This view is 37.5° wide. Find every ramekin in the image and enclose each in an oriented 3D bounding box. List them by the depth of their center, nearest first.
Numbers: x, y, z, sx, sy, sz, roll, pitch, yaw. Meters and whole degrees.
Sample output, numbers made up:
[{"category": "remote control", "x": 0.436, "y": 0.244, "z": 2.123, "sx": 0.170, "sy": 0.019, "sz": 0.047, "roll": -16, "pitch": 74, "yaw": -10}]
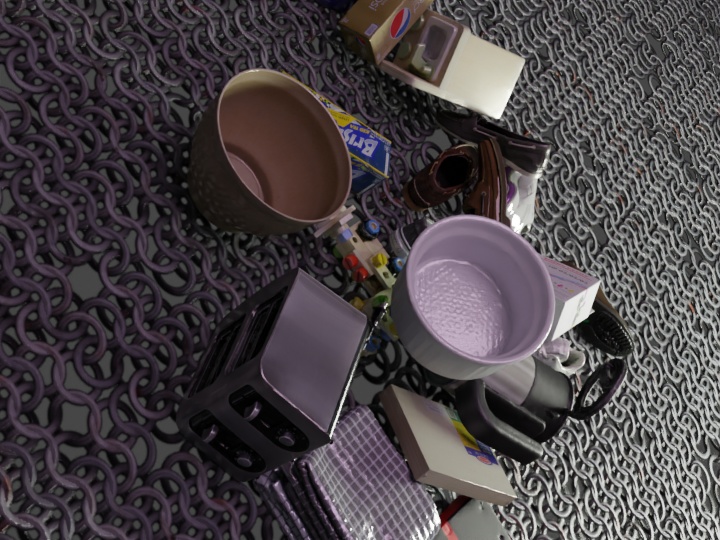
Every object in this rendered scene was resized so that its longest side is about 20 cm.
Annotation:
[{"category": "ramekin", "x": 0.134, "y": 0.040, "z": 1.337, "sx": 0.199, "sy": 0.098, "sz": 0.202, "roll": 9, "pitch": 62, "yaw": -17}]

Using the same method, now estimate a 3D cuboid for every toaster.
[{"category": "toaster", "x": -0.090, "y": 0.110, "z": 1.170, "sx": 0.119, "sy": 0.181, "sz": 0.201, "roll": 39, "pitch": 47, "yaw": -20}]

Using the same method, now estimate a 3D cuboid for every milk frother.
[{"category": "milk frother", "x": 0.225, "y": 0.137, "z": 1.435, "sx": 0.188, "sy": 0.200, "sz": 0.181, "roll": 33, "pitch": 19, "yaw": -27}]

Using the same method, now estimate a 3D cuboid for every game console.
[{"category": "game console", "x": 0.149, "y": 0.405, "z": 1.361, "sx": 0.177, "sy": 0.031, "sz": 0.201, "roll": -33, "pitch": 92, "yaw": -44}]

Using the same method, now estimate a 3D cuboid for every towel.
[{"category": "towel", "x": -0.006, "y": 0.269, "z": 1.237, "sx": 0.165, "sy": 0.085, "sz": 0.201, "roll": -35, "pitch": 94, "yaw": -49}]

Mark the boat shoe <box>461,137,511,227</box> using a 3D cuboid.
[{"category": "boat shoe", "x": 0.184, "y": -0.102, "z": 1.575, "sx": 0.072, "sy": 0.068, "sz": 0.201, "roll": 74, "pitch": 11, "yaw": -70}]

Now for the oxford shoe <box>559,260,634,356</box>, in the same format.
[{"category": "oxford shoe", "x": 0.388, "y": 0.058, "z": 1.751, "sx": 0.200, "sy": 0.073, "sz": 0.085, "roll": 48, "pitch": 39, "yaw": -15}]

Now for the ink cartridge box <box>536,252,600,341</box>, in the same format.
[{"category": "ink cartridge box", "x": 0.284, "y": 0.033, "z": 1.604, "sx": 0.115, "sy": 0.068, "sz": 0.200, "roll": 26, "pitch": 23, "yaw": 24}]

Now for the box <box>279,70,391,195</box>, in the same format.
[{"category": "box", "x": -0.052, "y": -0.185, "z": 1.458, "sx": 0.199, "sy": 0.064, "sz": 0.070, "roll": 29, "pitch": 50, "yaw": -30}]

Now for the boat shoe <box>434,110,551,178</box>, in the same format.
[{"category": "boat shoe", "x": 0.211, "y": -0.215, "z": 1.669, "sx": 0.199, "sy": 0.057, "sz": 0.067, "roll": 32, "pitch": 28, "yaw": 19}]

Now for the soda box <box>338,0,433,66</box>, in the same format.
[{"category": "soda box", "x": 0.057, "y": -0.411, "z": 1.603, "sx": 0.064, "sy": 0.068, "sz": 0.200, "roll": 34, "pitch": 76, "yaw": 24}]

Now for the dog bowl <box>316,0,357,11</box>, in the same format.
[{"category": "dog bowl", "x": -0.037, "y": -0.506, "z": 1.639, "sx": 0.199, "sy": 0.079, "sz": 0.201, "roll": 23, "pitch": 54, "yaw": -35}]

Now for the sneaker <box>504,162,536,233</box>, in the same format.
[{"category": "sneaker", "x": 0.246, "y": -0.120, "z": 1.714, "sx": 0.100, "sy": 0.074, "sz": 0.200, "roll": 66, "pitch": 35, "yaw": -28}]

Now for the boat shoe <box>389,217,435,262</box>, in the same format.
[{"category": "boat shoe", "x": 0.120, "y": -0.017, "z": 1.502, "sx": 0.200, "sy": 0.071, "sz": 0.072, "roll": 27, "pitch": 41, "yaw": -53}]

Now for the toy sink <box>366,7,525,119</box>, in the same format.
[{"category": "toy sink", "x": 0.133, "y": -0.329, "z": 1.642, "sx": 0.199, "sy": 0.113, "sz": 0.130, "roll": 13, "pitch": 17, "yaw": -39}]

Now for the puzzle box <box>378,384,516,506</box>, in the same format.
[{"category": "puzzle box", "x": 0.114, "y": 0.227, "z": 1.361, "sx": 0.200, "sy": 0.025, "sz": 0.133, "roll": 28, "pitch": 27, "yaw": -44}]

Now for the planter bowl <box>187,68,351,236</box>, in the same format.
[{"category": "planter bowl", "x": -0.129, "y": -0.126, "z": 1.297, "sx": 0.200, "sy": 0.134, "sz": 0.201, "roll": 23, "pitch": 54, "yaw": -35}]

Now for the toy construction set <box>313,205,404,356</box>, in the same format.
[{"category": "toy construction set", "x": 0.000, "y": 0.000, "z": 1.396, "sx": 0.131, "sy": 0.092, "sz": 0.201, "roll": -37, "pitch": 107, "yaw": -48}]

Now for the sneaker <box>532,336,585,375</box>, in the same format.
[{"category": "sneaker", "x": 0.246, "y": 0.107, "z": 1.563, "sx": 0.199, "sy": 0.099, "sz": 0.075, "roll": 25, "pitch": 55, "yaw": -32}]

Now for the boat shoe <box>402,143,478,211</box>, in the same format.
[{"category": "boat shoe", "x": 0.141, "y": -0.149, "z": 1.624, "sx": 0.071, "sy": 0.070, "sz": 0.200, "roll": 52, "pitch": 41, "yaw": -4}]
